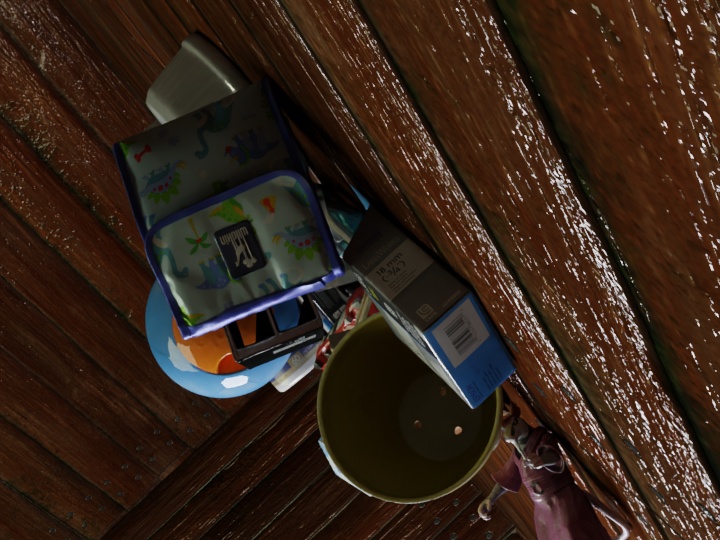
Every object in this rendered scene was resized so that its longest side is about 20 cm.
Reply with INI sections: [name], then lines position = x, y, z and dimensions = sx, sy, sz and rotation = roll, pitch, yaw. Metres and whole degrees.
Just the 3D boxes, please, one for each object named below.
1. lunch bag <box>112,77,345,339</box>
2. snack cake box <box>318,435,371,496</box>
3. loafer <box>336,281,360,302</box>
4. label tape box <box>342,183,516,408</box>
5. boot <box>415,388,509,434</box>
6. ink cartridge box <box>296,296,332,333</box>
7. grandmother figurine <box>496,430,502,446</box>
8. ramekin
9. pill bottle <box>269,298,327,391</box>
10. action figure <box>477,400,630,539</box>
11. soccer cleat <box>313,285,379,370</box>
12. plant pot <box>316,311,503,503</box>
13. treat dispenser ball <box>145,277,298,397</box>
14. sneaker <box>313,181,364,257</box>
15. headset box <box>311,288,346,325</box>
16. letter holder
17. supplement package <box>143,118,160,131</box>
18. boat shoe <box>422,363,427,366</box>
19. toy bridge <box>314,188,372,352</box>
[lunch bag]
position = -0.123, -0.054, 1.081
dimensions = 0.128, 0.168, 0.202
rotation = 59, -171, -72
[snack cake box]
position = 0.036, 0.188, 1.527
dimensions = 0.067, 0.201, 0.115
rotation = 27, 158, 27
[loafer]
position = 0.000, 0.000, 1.366
dimensions = 0.071, 0.074, 0.200
rotation = 27, 173, 24
[label tape box]
position = 0.049, 0.024, 1.096
dimensions = 0.200, 0.063, 0.145
rotation = 43, 172, 42
[boot]
position = 0.100, 0.195, 1.402
dimensions = 0.074, 0.155, 0.200
rotation = 47, 175, -1
[ink cartridge box]
position = -0.040, 0.049, 1.666
dimensions = 0.200, 0.068, 0.115
rotation = 44, 173, 42
[grandmother figurine]
position = 0.152, 0.212, 1.652
dimensions = 0.121, 0.061, 0.200
rotation = 41, -179, -21
[ramekin]
position = -0.158, -0.162, 1.287
dimensions = 0.203, 0.094, 0.202
rotation = 48, 175, 6
[pill bottle]
position = -0.142, 0.072, 1.699
dimensions = 0.200, 0.111, 0.111
rotation = 49, 175, -2
[action figure]
position = 0.213, 0.230, 1.231
dimensions = 0.134, 0.148, 0.202
rotation = -34, 78, 56
[soccer cleat]
position = 0.011, 0.052, 1.306
dimensions = 0.068, 0.085, 0.200
rotation = 34, 133, -4
[plant pot]
position = 0.070, 0.149, 1.225
dimensions = 0.200, 0.200, 0.142
rotation = 46, -174, 22
[treat dispenser ball]
position = -0.179, 0.063, 1.474
dimensions = 0.201, 0.201, 0.201
rotation = 47, 175, 6
[sneaker]
position = -0.057, -0.066, 1.268
dimensions = 0.199, 0.091, 0.078
rotation = 3, 136, 46
[headset box]
position = -0.075, -0.036, 1.518
dimensions = 0.200, 0.093, 0.174
rotation = 43, 173, 50
[letter holder]
position = -0.111, 0.023, 1.269
dimensions = 0.200, 0.100, 0.144
rotation = 105, 143, -83
[supplement package]
position = -0.190, -0.144, 1.592
dimensions = 0.114, 0.109, 0.200
rotation = 42, 171, 48
[boat shoe]
position = 0.060, 0.081, 1.376
dimensions = 0.063, 0.074, 0.200
rotation = 54, 169, -9
[toy bridge]
position = -0.021, 0.001, 1.198
dimensions = 0.027, 0.066, 0.202
rotation = -106, 1, -58
